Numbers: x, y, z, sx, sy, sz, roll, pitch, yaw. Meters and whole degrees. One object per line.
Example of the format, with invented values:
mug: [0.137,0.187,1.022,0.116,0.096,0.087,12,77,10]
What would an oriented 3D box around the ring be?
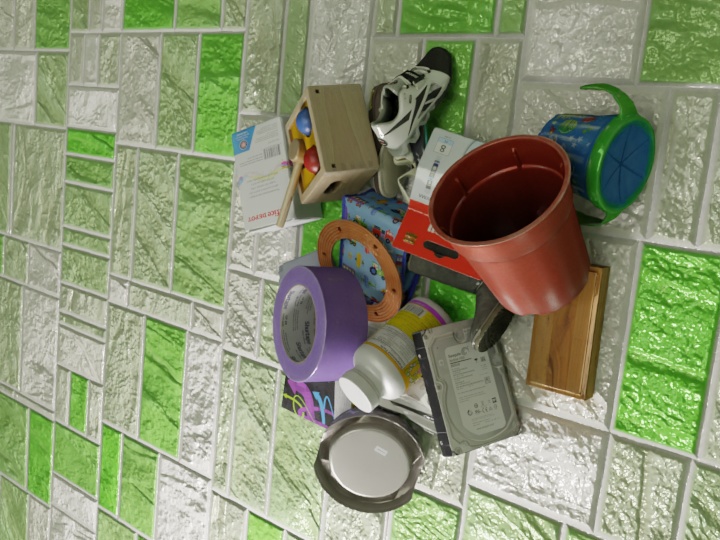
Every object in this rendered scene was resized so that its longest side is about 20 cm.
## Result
ring: [0.000,0.000,1.359,0.200,0.019,0.201,28,134,32]

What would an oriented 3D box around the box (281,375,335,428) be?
box: [-0.065,0.229,1.497,0.199,0.036,0.144,16,103,35]

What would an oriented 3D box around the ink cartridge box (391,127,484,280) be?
ink cartridge box: [0.153,-0.107,1.217,0.159,0.047,0.201,22,83,17]

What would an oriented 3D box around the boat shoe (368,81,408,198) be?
boat shoe: [0.043,-0.227,1.355,0.059,0.072,0.201,5,94,45]

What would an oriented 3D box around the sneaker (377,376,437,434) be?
sneaker: [0.088,0.195,1.352,0.200,0.076,0.116,23,98,21]

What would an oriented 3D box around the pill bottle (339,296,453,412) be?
pill bottle: [0.059,0.140,1.276,0.104,0.200,0.104,38,153,24]

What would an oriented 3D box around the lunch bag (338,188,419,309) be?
lunch bag: [0.033,-0.021,1.375,0.150,0.094,0.201,29,120,31]

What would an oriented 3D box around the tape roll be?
tape roll: [-0.074,0.093,1.353,0.200,0.085,0.201,-4,85,58]

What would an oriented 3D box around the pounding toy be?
pounding toy: [-0.076,-0.198,1.376,0.200,0.141,0.185,142,118,-65]

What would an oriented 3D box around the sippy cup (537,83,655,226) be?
sippy cup: [0.323,-0.164,1.101,0.130,0.139,0.179,28,92,45]

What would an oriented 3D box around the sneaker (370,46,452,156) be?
sneaker: [0.083,-0.294,1.268,0.074,0.088,0.201,14,73,46]

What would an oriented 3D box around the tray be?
tray: [0.314,0.087,1.181,0.098,0.037,0.201,12,102,38]

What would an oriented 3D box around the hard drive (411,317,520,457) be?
hard drive: [0.170,0.180,1.237,0.038,0.139,0.201,-28,74,61]

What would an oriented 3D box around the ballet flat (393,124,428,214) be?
ballet flat: [0.092,-0.171,1.300,0.073,0.073,0.201,-21,74,38]

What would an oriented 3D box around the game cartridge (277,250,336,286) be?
game cartridge: [-0.089,0.068,1.483,0.133,0.041,0.201,-21,72,35]

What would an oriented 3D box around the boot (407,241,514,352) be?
boot: [0.157,0.021,1.246,0.199,0.073,0.182,24,65,28]

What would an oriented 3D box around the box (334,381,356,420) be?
box: [-0.021,0.205,1.415,0.041,0.039,0.201,3,95,35]

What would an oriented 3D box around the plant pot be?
plant pot: [0.226,-0.050,1.092,0.200,0.195,0.201,-20,42,20]

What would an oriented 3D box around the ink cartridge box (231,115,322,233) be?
ink cartridge box: [-0.163,-0.182,1.514,0.144,0.084,0.201,-10,86,39]

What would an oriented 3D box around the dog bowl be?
dog bowl: [0.018,0.328,1.370,0.199,0.059,0.201,3,112,7]
